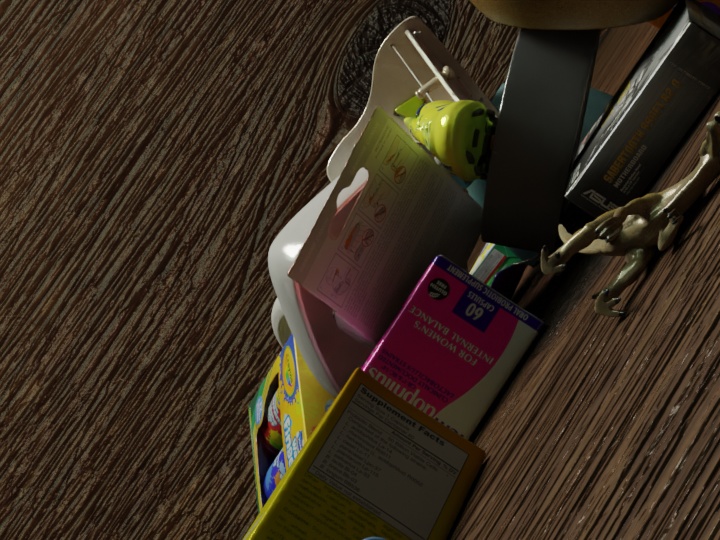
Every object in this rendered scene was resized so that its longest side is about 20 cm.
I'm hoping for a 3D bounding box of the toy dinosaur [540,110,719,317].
[{"bbox_3d":[0.159,-0.020,0.789,0.101,0.058,0.200,-39,-2,-29],"label":"toy dinosaur"}]

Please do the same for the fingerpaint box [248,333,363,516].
[{"bbox_3d":[-0.047,0.183,1.274,0.167,0.073,0.200,123,145,-53],"label":"fingerpaint box"}]

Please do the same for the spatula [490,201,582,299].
[{"bbox_3d":[0.178,-0.022,1.323,0.056,0.021,0.200,-17,-27,-47],"label":"spatula"}]

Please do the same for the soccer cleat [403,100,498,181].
[{"bbox_3d":[0.073,-0.113,1.119,0.200,0.084,0.065,-28,-51,-79],"label":"soccer cleat"}]

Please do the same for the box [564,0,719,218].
[{"bbox_3d":[0.229,-0.130,1.051,0.158,0.048,0.200,-58,-1,22],"label":"box"}]

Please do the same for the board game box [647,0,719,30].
[{"bbox_3d":[0.294,-0.359,1.250,0.200,0.200,0.200,-57,-1,26],"label":"board game box"}]

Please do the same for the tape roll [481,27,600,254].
[{"bbox_3d":[0.156,-0.116,1.152,0.200,0.066,0.201,11,-90,-82],"label":"tape roll"}]

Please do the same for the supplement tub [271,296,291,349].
[{"bbox_3d":[0.011,0.012,1.379,0.200,0.140,0.140,-57,-1,-36],"label":"supplement tub"}]

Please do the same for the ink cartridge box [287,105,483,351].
[{"bbox_3d":[0.017,-0.026,1.127,0.200,0.050,0.161,38,-105,-46],"label":"ink cartridge box"}]

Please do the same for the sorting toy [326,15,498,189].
[{"bbox_3d":[0.048,-0.123,1.333,0.180,0.107,0.200,-40,41,11],"label":"sorting toy"}]

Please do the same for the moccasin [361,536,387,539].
[{"bbox_3d":[-0.001,0.176,0.684,0.080,0.068,0.200,-26,7,-1],"label":"moccasin"}]

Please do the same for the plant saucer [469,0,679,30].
[{"bbox_3d":[0.177,-0.227,1.099,0.200,0.200,0.035,-54,-35,-65],"label":"plant saucer"}]

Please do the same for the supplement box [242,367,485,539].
[{"bbox_3d":[-0.016,0.182,0.873,0.110,0.109,0.200,-57,-1,43],"label":"supplement box"}]

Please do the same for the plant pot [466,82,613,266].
[{"bbox_3d":[0.182,-0.124,1.419,0.200,0.135,0.200,-56,0,-1],"label":"plant pot"}]

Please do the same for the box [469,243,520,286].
[{"bbox_3d":[0.192,-0.054,1.588,0.200,0.048,0.117,-53,-2,-44],"label":"box"}]

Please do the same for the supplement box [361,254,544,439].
[{"bbox_3d":[0.048,0.098,1.074,0.200,0.101,0.103,-57,-2,-1],"label":"supplement box"}]

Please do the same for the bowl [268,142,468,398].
[{"bbox_3d":[0.000,0.000,1.206,0.200,0.075,0.200,-46,-47,-30],"label":"bowl"}]
